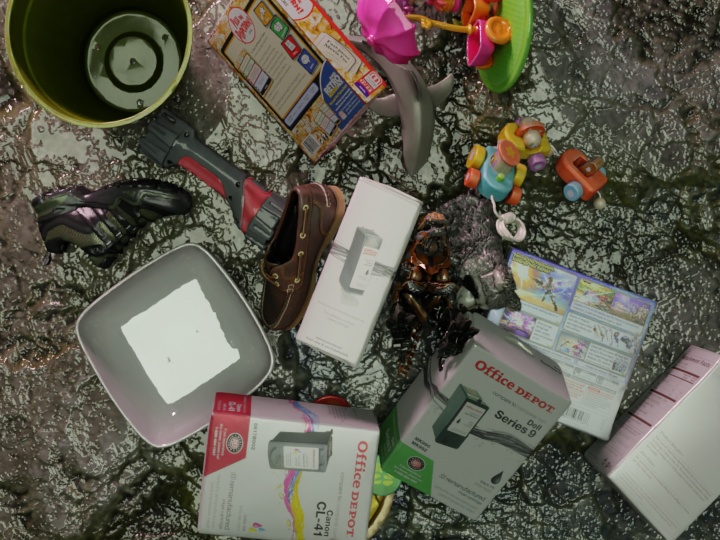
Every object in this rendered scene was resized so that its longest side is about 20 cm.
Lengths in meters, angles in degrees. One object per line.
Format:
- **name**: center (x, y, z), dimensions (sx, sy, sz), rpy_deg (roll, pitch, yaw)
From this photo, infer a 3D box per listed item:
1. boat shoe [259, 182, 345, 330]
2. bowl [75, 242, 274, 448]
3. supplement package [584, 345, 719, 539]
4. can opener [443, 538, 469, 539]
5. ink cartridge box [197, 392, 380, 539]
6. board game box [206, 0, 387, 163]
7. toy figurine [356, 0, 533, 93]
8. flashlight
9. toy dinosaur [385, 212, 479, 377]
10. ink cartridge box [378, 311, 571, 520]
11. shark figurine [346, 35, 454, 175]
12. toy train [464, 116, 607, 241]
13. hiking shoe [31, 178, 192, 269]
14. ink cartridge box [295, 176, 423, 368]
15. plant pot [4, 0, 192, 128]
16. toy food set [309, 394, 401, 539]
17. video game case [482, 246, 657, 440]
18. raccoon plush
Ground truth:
- **boat shoe**: center (-0.086, -0.015, 1.179), dimensions (0.070, 0.070, 0.203), rpy_deg (40, 121, 37)
- **bowl**: center (-0.219, 0.089, 1.208), dimensions (0.198, 0.075, 0.202), rpy_deg (-33, 92, 0)
- **supplement package**: center (0.392, 0.207, 1.211), dimensions (0.200, 0.117, 0.117), rpy_deg (-44, 92, 0)
- **can opener**: center (0.058, 0.376, 1.246), dimensions (0.196, 0.053, 0.067), rpy_deg (0, 58, -4)
- **ink cartridge box**: center (-0.083, 0.232, 1.155), dimensions (0.196, 0.086, 0.151), rpy_deg (7, 97, -5)
- **board game box**: center (-0.079, -0.245, 1.164), dimensions (0.200, 0.151, 0.046), rpy_deg (49, 56, -3)
- **toy figurine**: center (0.084, -0.311, 1.155), dimensions (0.181, 0.150, 0.204), rpy_deg (0, 70, -17)
- **flashlight**: center (-0.179, -0.108, 1.211), dimensions (0.198, 0.068, 0.068), rpy_deg (34, 58, 1)
- **toy dinosaur**: center (0.075, 0.039, 1.141), dimensions (0.100, 0.137, 0.203), rpy_deg (-12, 125, 1)
- **ink cartridge box**: center (0.132, 0.173, 1.175), dimensions (0.144, 0.084, 0.201), rpy_deg (29, 112, -13)
- **shark figurine**: center (0.036, -0.238, 1.201), dimensions (0.128, 0.089, 0.215), rpy_deg (-45, 95, -1)
- **toy train**: center (0.217, -0.120, 1.183), dimensions (0.199, 0.056, 0.151), rpy_deg (-29, 73, -37)
- **hiking shoe**: center (-0.297, -0.056, 1.209), dimensions (0.196, 0.076, 0.103), rpy_deg (-4, 100, 7)
- **ink cartridge box**: center (0.000, 0.000, 1.176), dimensions (0.084, 0.146, 0.203), rpy_deg (24, 91, 0)
- **plant pot**: center (-0.277, -0.255, 1.135), dimensions (0.196, 0.193, 0.205), rpy_deg (0, 92, -1)
- **toy food set**: center (-0.051, 0.258, 1.232), dimensions (0.198, 0.049, 0.200), rpy_deg (33, 90, -2)
- **video game case**: center (0.245, 0.090, 1.238), dimensions (0.197, 0.045, 0.184), rpy_deg (20, 93, -3)
- **raccoon plush**: center (0.158, -0.047, 1.173), dimensions (0.133, 0.096, 0.203), rpy_deg (24, 91, 39)
